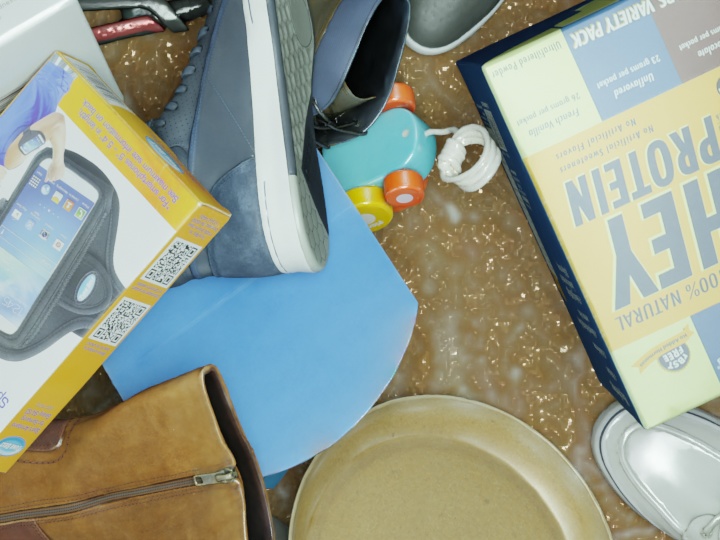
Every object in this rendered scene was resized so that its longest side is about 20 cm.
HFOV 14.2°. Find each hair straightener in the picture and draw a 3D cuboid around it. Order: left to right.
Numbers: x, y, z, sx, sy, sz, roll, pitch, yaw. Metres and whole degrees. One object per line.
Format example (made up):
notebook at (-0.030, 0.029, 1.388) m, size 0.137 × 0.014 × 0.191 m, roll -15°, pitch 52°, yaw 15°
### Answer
hair straightener at (-0.167, -0.155, 1.579) m, size 0.199 × 0.041 × 0.077 m, roll -11°, pitch 94°, yaw 5°

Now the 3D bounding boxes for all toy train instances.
toy train at (0.000, 0.000, 1.563) m, size 0.200 × 0.150 × 0.056 m, roll -54°, pitch 138°, yaw 1°

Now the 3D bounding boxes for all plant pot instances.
plant pot at (0.048, 0.167, 1.574) m, size 0.199 × 0.027 × 0.201 m, roll 10°, pitch 65°, yaw -22°

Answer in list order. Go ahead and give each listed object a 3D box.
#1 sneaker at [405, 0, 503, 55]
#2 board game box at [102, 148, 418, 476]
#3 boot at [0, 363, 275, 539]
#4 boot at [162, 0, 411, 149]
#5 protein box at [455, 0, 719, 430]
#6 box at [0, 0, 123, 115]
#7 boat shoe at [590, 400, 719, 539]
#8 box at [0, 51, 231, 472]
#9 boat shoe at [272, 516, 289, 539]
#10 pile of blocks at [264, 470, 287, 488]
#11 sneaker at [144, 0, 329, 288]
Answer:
sneaker at (0.078, -0.206, 1.554) m, size 0.071 × 0.099 × 0.201 m, roll 31°, pitch 94°, yaw -5°
board game box at (-0.060, 0.018, 1.514) m, size 0.158 × 0.039 × 0.200 m, roll -36°, pitch 65°, yaw 6°
boot at (-0.153, 0.078, 1.468) m, size 0.199 × 0.068 × 0.189 m, roll -15°, pitch 95°, yaw 39°
boot at (-0.045, -0.083, 1.549) m, size 0.097 × 0.075 × 0.201 m, roll 19°, pitch 89°, yaw 38°
protein box at (0.156, -0.046, 1.517) m, size 0.134 × 0.199 × 0.201 m, roll -25°, pitch 95°, yaw 0°
box at (-0.225, -0.163, 1.492) m, size 0.106 × 0.152 × 0.200 m, roll -32°, pitch 73°, yaw -4°
boat shoe at (0.214, 0.143, 1.599) m, size 0.200 × 0.066 × 0.072 m, roll 42°, pitch 92°, yaw -4°
box at (-0.172, 0.005, 1.436) m, size 0.200 × 0.041 × 0.119 m, roll -48°, pitch 67°, yaw 7°
boat shoe at (-0.026, 0.224, 1.597) m, size 0.200 × 0.075 × 0.093 m, roll 43°, pitch 103°, yaw 1°
pile of blocks at (-0.102, 0.098, 1.600) m, size 0.199 × 0.082 × 0.062 m, roll -20°, pitch 53°, yaw -9°
sneaker at (-0.097, -0.086, 1.495) m, size 0.145 × 0.077 × 0.203 m, roll -10°, pitch 68°, yaw 17°
